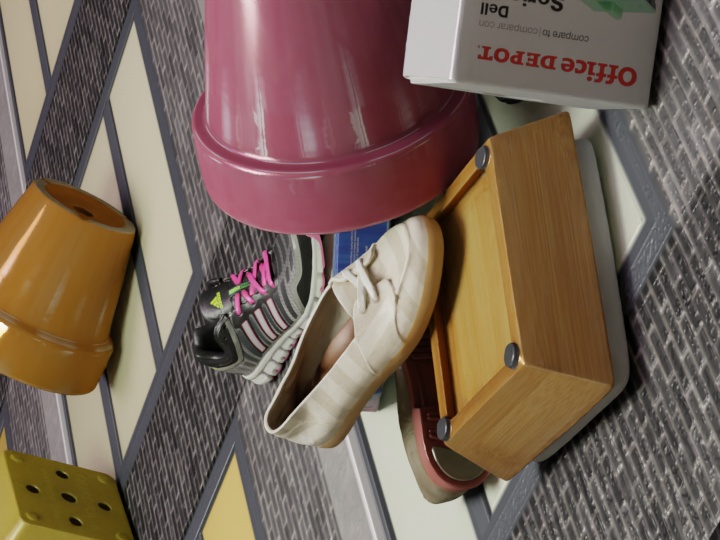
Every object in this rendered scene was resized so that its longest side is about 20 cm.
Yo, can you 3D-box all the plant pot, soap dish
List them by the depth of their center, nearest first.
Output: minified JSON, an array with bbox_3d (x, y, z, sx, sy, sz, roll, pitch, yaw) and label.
[{"bbox_3d":[0.103,0.017,1.537,0.157,0.081,0.201,130,139,-54],"label":"soap dish"},{"bbox_3d":[-0.028,-0.152,1.582,0.200,0.199,0.180,-118,13,-55],"label":"plant pot"},{"bbox_3d":[-0.345,0.309,2.460,0.177,0.199,0.200,-62,29,21],"label":"plant pot"},{"bbox_3d":[-0.340,0.008,2.537,0.184,0.199,0.200,-61,27,12],"label":"plant pot"}]

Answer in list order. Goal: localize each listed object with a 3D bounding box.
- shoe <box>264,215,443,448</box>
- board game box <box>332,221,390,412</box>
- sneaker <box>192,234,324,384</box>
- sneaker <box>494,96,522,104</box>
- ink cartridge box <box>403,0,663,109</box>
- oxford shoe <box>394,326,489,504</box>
[{"bbox_3d":[-0.004,0.044,1.590,0.200,0.053,0.070,-60,37,27],"label":"shoe"},{"bbox_3d":[0.000,0.000,1.762,0.199,0.043,0.201,90,-177,-81],"label":"board game box"},{"bbox_3d":[-0.093,0.026,2.017,0.200,0.087,0.074,119,149,-44],"label":"sneaker"},{"bbox_3d":[0.067,-0.209,1.637,0.078,0.086,0.201,-34,72,62],"label":"sneaker"},{"bbox_3d":[0.118,-0.208,1.468,0.084,0.144,0.201,-162,79,-68],"label":"ink cartridge box"},{"bbox_3d":[0.046,0.072,1.681,0.075,0.070,0.201,129,141,-59],"label":"oxford shoe"}]
